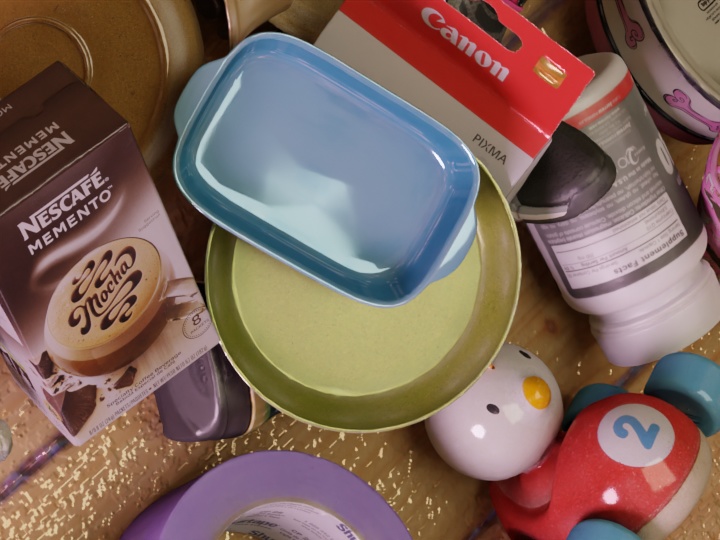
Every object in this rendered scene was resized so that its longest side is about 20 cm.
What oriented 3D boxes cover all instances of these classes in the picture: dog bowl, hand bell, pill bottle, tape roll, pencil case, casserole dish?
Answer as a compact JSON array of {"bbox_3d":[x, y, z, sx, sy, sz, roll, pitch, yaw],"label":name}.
[{"bbox_3d":[0.245,-0.180,1.821,0.200,0.074,0.201,21,56,-33],"label":"dog bowl"},{"bbox_3d":[-0.027,-0.201,1.573,0.200,0.104,0.104,-24,101,-27],"label":"hand bell"},{"bbox_3d":[0.175,-0.042,1.773,0.114,0.114,0.200,-38,109,-30],"label":"pill bottle"},{"bbox_3d":[-0.059,0.220,1.587,0.199,0.085,0.201,11,66,-27],"label":"tape roll"},{"bbox_3d":[0.282,-0.039,1.798,0.086,0.200,0.083,18,70,12],"label":"pencil case"},{"bbox_3d":[-0.023,-0.061,1.517,0.200,0.039,0.121,30,90,-14],"label":"casserole dish"}]

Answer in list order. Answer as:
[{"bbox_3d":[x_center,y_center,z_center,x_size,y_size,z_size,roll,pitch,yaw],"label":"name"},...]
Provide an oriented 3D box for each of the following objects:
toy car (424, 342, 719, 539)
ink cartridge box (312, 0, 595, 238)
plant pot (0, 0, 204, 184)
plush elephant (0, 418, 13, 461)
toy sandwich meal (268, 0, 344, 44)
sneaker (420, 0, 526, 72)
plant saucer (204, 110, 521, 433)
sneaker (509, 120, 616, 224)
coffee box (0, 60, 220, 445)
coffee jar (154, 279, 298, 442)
[{"bbox_3d":[0.119,0.107,1.700,0.200,0.177,0.185,42,56,-16],"label":"toy car"},{"bbox_3d":[0.038,-0.102,1.583,0.161,0.200,0.050,38,53,3],"label":"ink cartridge box"},{"bbox_3d":[-0.193,-0.121,1.510,0.199,0.027,0.201,0,100,-2],"label":"plant pot"},{"bbox_3d":[-0.292,0.054,1.409,0.164,0.155,0.201,-19,92,-12],"label":"plush elephant"},{"bbox_3d":[-0.047,-0.228,1.663,0.205,0.070,0.206,13,70,-37],"label":"toy sandwich meal"},{"bbox_3d":[0.108,-0.207,1.580,0.074,0.087,0.200,27,89,-52],"label":"sneaker"},{"bbox_3d":[0.000,0.000,1.564,0.199,0.031,0.201,-1,96,-11],"label":"plant saucer"},{"bbox_3d":[0.074,-0.105,1.646,0.075,0.200,0.116,-47,131,-16],"label":"sneaker"},{"bbox_3d":[-0.170,-0.007,1.467,0.113,0.080,0.200,-37,140,-15],"label":"coffee box"},{"bbox_3d":[-0.046,0.045,1.634,0.200,0.085,0.105,-15,95,-34],"label":"coffee jar"}]
